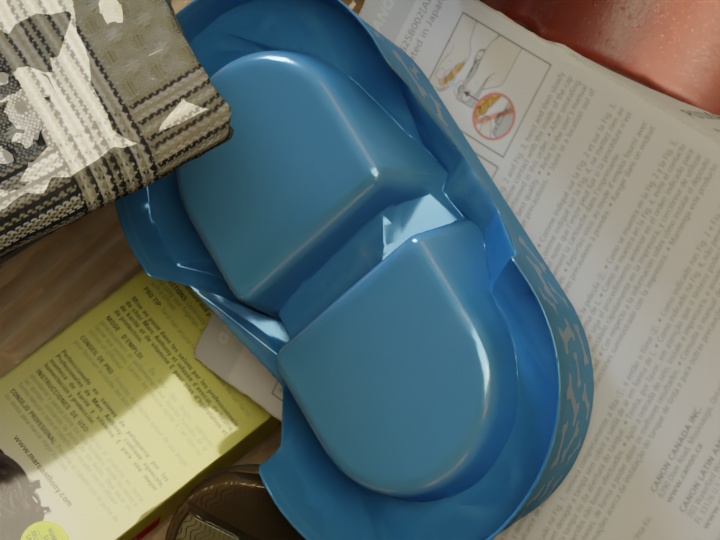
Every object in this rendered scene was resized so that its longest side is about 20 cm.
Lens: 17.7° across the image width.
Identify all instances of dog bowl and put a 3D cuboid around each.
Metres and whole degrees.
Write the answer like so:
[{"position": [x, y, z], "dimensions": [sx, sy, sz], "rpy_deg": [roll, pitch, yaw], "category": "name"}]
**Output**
[{"position": [0.000, 0.000, 0.734], "dimensions": [0.111, 0.050, 0.200], "rpy_deg": [-40, 69, 23], "category": "dog bowl"}]

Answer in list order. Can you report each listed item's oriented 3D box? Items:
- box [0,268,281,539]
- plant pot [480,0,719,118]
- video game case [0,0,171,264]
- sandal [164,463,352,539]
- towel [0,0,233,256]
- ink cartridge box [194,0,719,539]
[{"position": [-0.110, 0.074, 0.807], "dimensions": [0.200, 0.050, 0.075], "rpy_deg": [-39, 82, -17], "category": "box"}, {"position": [0.139, -0.125, 0.835], "dimensions": [0.200, 0.201, 0.196], "rpy_deg": [29, 79, 3], "category": "plant pot"}, {"position": [-0.150, -0.027, 0.763], "dimensions": [0.200, 0.182, 0.023], "rpy_deg": [-33, 77, -16], "category": "video game case"}, {"position": [0.018, 0.126, 0.785], "dimensions": [0.200, 0.055, 0.082], "rpy_deg": [34, 105, -16], "category": "sandal"}, {"position": [-0.158, -0.088, 0.661], "dimensions": [0.192, 0.035, 0.201], "rpy_deg": [-26, 85, -15], "category": "towel"}, {"position": [0.060, 0.012, 0.752], "dimensions": [0.200, 0.057, 0.163], "rpy_deg": [36, 105, 32], "category": "ink cartridge box"}]
